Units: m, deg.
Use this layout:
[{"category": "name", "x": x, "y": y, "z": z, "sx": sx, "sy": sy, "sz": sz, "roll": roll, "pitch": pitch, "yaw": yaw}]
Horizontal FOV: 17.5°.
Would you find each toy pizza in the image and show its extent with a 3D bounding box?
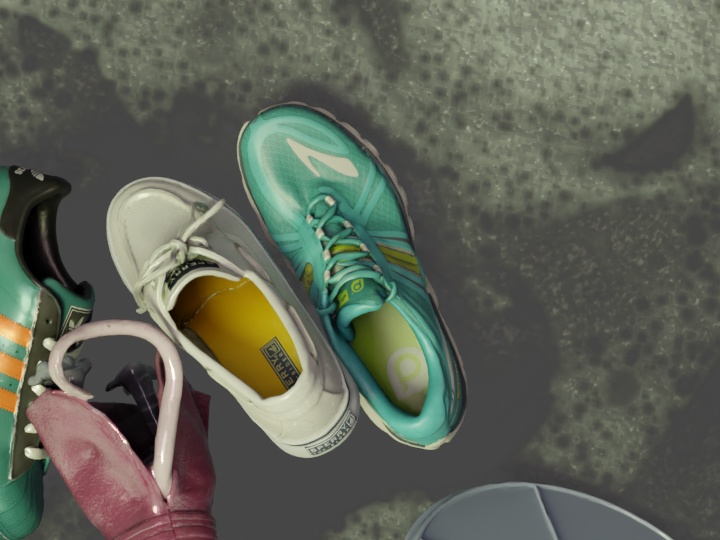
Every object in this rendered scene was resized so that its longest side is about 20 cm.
[{"category": "toy pizza", "x": 0.108, "y": 0.184, "z": 1.165, "sx": 0.199, "sy": 0.200, "sz": 0.032, "roll": 28, "pitch": 125, "yaw": 5}]

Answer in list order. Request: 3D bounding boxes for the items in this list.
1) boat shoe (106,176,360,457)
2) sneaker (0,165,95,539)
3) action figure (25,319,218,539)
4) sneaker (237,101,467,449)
[{"category": "boat shoe", "x": -0.080, "y": 0.009, "z": 1.187, "sx": 0.074, "sy": 0.086, "sz": 0.202, "roll": -39, "pitch": 55, "yaw": 0}, {"category": "sneaker", "x": -0.180, "y": 0.044, "z": 1.243, "sx": 0.079, "sy": 0.071, "sz": 0.202, "roll": -7, "pitch": 88, "yaw": 12}, {"category": "action figure", "x": -0.093, "y": 0.136, "z": 1.192, "sx": 0.133, "sy": 0.149, "sz": 0.201, "roll": -10, "pitch": 69, "yaw": -24}, {"category": "sneaker", "x": 0.000, "y": 0.000, "z": 1.219, "sx": 0.077, "sy": 0.080, "sz": 0.201, "roll": -30, "pitch": 86, "yaw": 6}]
